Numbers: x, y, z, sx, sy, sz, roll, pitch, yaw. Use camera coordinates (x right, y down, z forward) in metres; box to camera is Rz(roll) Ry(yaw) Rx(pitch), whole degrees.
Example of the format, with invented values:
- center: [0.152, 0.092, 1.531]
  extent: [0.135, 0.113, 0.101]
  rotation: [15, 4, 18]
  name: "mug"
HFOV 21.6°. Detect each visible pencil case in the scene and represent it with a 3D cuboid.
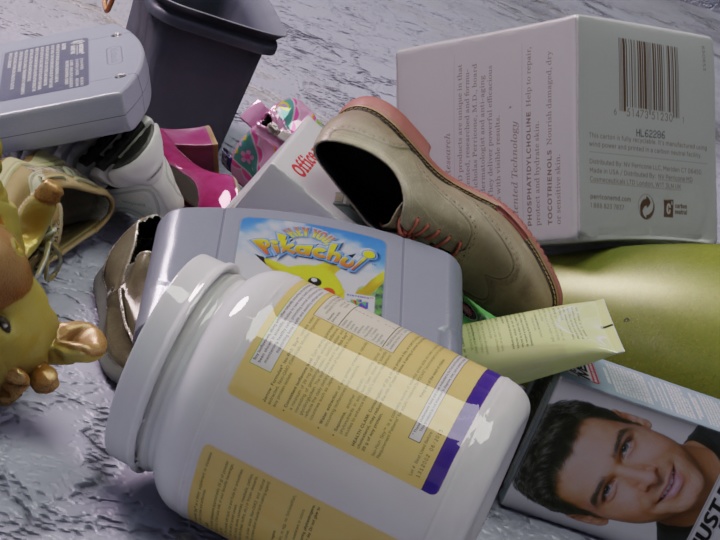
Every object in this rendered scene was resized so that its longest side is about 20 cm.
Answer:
- center: [-0.018, -0.049, 1.465]
  extent: [0.200, 0.088, 0.087]
  rotation: [46, 27, 24]
  name: "pencil case"

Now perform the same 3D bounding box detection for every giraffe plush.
- center: [-0.234, 0.003, 1.065]
  extent: [0.163, 0.172, 0.200]
  rotation: [55, 1, 43]
  name: "giraffe plush"

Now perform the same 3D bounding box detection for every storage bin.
- center: [-0.163, -0.191, 1.662]
  extent: [0.144, 0.135, 0.200]
  rotation: [16, 19, -20]
  name: "storage bin"

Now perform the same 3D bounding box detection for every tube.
- center: [0.066, 0.059, 1.200]
  extent: [0.198, 0.052, 0.058]
  rotation: [-15, 65, 2]
  name: "tube"

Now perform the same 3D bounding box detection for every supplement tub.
- center: [-0.023, 0.089, 1.025]
  extent: [0.199, 0.146, 0.145]
  rotation: [26, 18, 9]
  name: "supplement tub"

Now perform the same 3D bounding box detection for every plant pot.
- center: [0.212, 0.058, 1.381]
  extent: [0.198, 0.189, 0.187]
  rotation: [12, 14, 21]
  name: "plant pot"

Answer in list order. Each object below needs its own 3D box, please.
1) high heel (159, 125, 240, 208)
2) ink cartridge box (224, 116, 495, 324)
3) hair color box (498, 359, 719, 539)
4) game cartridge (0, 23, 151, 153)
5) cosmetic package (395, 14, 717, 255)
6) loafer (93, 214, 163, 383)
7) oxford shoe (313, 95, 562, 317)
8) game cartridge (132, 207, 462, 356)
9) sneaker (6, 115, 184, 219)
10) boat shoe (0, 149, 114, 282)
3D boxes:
- center: [-0.144, -0.055, 1.446]
  extent: [0.095, 0.068, 0.201]
  rotation: [-9, 39, -12]
  name: "high heel"
- center: [0.000, 0.000, 1.309]
  extent: [0.200, 0.084, 0.146]
  rotation: [41, 18, -5]
  name: "ink cartridge box"
- center: [0.197, 0.129, 1.240]
  extent: [0.198, 0.100, 0.061]
  rotation: [19, 20, -10]
  name: "hair color box"
- center: [-0.221, -0.135, 1.391]
  extent: [0.132, 0.042, 0.200]
  rotation: [-7, 22, -5]
  name: "game cartridge"
- center: [0.152, -0.097, 1.478]
  extent: [0.166, 0.168, 0.199]
  rotation: [1, -3, -40]
  name: "cosmetic package"
- center: [-0.130, 0.021, 1.210]
  extent: [0.075, 0.070, 0.200]
  rotation: [13, 20, -25]
  name: "loafer"
- center: [0.045, -0.026, 1.243]
  extent: [0.200, 0.071, 0.075]
  rotation: [41, 35, 5]
  name: "oxford shoe"
- center: [-0.034, 0.017, 1.167]
  extent: [0.198, 0.041, 0.134]
  rotation: [9, 34, -4]
  name: "game cartridge"
- center: [-0.205, -0.082, 1.431]
  extent: [0.199, 0.075, 0.081]
  rotation: [25, -25, 48]
  name: "sneaker"
- center: [-0.214, -0.037, 1.270]
  extent: [0.062, 0.074, 0.200]
  rotation: [19, 18, 1]
  name: "boat shoe"
